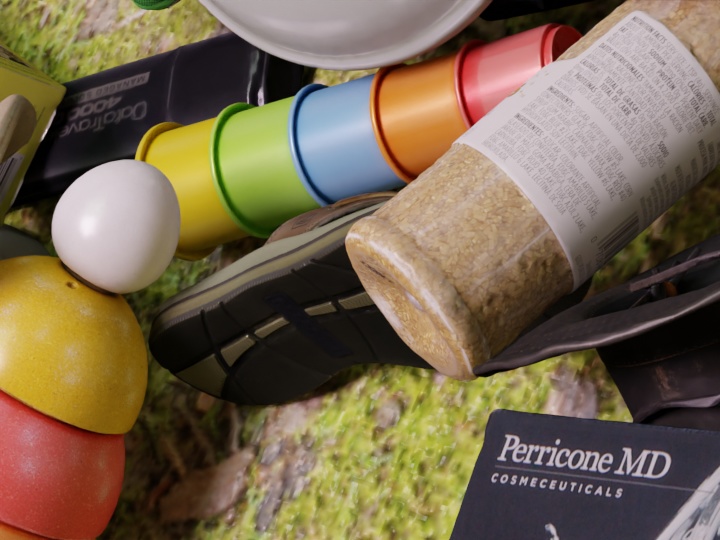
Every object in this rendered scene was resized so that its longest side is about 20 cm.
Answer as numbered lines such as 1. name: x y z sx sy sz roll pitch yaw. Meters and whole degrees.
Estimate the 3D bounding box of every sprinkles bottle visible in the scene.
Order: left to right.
1. sprinkles bottle: 0.088 -0.049 0.873 0.200 0.068 0.068 -40 39 -13

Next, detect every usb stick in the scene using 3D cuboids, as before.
1. usb stick: -0.106 -0.067 1.142 0.199 0.033 0.056 -12 63 38

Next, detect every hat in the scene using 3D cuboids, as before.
1. hat: 0.140 0.021 0.800 0.200 0.200 0.081 -26 88 29

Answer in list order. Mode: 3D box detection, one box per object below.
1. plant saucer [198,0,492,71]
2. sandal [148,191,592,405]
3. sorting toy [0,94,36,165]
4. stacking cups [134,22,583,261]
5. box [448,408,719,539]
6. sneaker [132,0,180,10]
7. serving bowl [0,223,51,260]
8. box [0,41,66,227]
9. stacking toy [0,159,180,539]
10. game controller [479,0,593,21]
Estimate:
1. plant saucer: -0.023 -0.171 0.947 0.199 0.050 0.202 10 108 33
2. sandal: -0.001 0.000 0.969 0.200 0.080 0.058 -14 41 37
3. sorting toy: -0.210 0.018 1.026 0.185 0.037 0.200 -39 11 14
4. stacking cups: 0.005 -0.052 1.017 0.199 0.060 0.061 -13 55 31
5. box: 0.112 0.159 0.721 0.199 0.124 0.198 2 64 44
6. sneaker: -0.062 -0.157 1.067 0.198 0.086 0.078 -1 23 19
7. serving bowl: -0.222 0.056 1.145 0.199 0.066 0.201 -24 49 31
8. box: -0.217 -0.095 1.195 0.200 0.050 0.076 38 103 45
9. stacking toy: -0.129 0.045 0.988 0.201 0.146 0.146 -58 41 8
10. game controller: 0.102 -0.136 0.926 0.105 0.042 0.200 -55 15 -10
